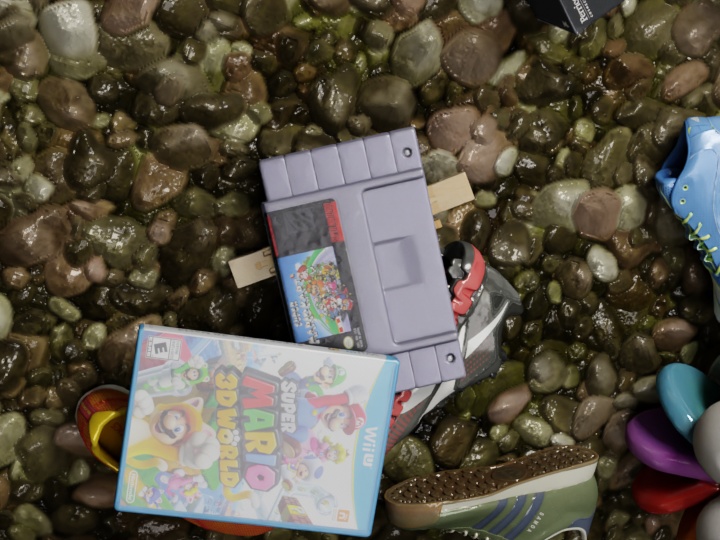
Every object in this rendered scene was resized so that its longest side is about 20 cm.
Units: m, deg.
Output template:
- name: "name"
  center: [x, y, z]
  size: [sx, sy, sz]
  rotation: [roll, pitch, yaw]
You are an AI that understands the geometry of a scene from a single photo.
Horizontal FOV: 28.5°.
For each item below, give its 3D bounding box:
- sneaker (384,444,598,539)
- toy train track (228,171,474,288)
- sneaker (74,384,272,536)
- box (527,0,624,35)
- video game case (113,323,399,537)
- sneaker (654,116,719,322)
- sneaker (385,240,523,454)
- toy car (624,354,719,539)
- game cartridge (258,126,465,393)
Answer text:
- name: "sneaker"
  center: [0.120, 0.218, 1.237]
  size: [0.199, 0.067, 0.090]
  rotation: [-10, 106, -18]
- name: "toy train track"
  center: [-0.008, -0.033, 1.126]
  size: [0.199, 0.033, 0.115]
  rotation: [-21, 97, -1]
- name: "sneaker"
  center: [-0.144, 0.166, 1.130]
  size: [0.200, 0.077, 0.073]
  rotation: [33, 95, -26]
- name: "box"
  center: [0.159, -0.303, 1.063]
  size: [0.141, 0.079, 0.200]
  rotation: [-36, 116, -7]
- name: "video game case"
  center: [-0.079, 0.123, 1.078]
  size: [0.199, 0.018, 0.144]
  rotation: [8, 98, -10]
- name: "sneaker"
  center: [0.298, -0.047, 1.213]
  size: [0.105, 0.076, 0.201]
  rotation: [3, 109, 0]
- name: "sneaker"
  center: [0.065, 0.079, 1.169]
  size: [0.098, 0.071, 0.201]
  rotation: [29, 97, -22]
- name: "toy car"
  center: [0.309, 0.162, 1.249]
  size: [0.149, 0.175, 0.201]
  rotation: [1, 113, 20]
- name: "game cartridge"
  center: [0.000, 0.000, 1.098]
  size: [0.129, 0.038, 0.201]
  rotation: [-13, 97, -5]
